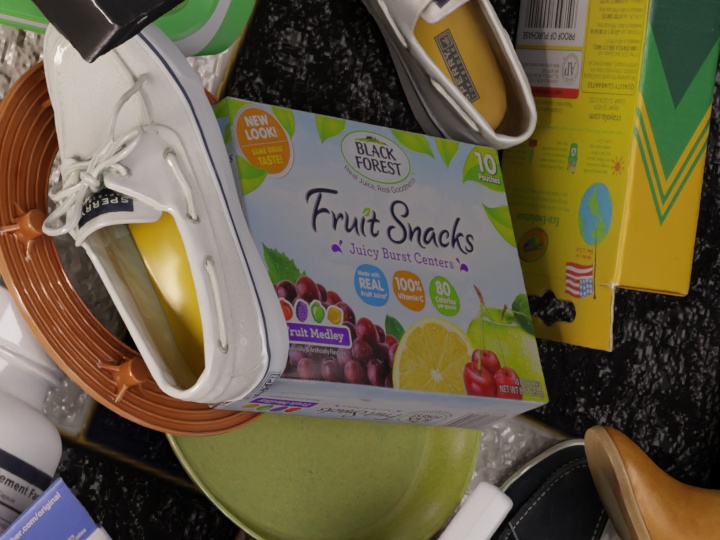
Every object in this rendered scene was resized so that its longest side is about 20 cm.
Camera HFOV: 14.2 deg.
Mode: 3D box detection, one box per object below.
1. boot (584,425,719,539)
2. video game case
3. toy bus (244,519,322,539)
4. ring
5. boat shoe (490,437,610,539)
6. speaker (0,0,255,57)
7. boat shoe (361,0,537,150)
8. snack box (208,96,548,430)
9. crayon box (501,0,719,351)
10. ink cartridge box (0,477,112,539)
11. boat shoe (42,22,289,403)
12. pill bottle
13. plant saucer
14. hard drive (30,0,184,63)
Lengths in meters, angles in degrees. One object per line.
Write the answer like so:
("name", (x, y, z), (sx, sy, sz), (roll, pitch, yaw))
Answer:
("boot", (0.215, 0.131, 1.544), (0.144, 0.071, 0.202), (-30, 118, -2))
("video game case", (0.005, 0.198, 1.432), (0.023, 0.182, 0.200), (36, 81, 4))
("toy bus", (-0.079, 0.217, 1.443), (0.065, 0.078, 0.200), (45, 73, -15))
("ring", (-0.096, -0.018, 1.383), (0.200, 0.019, 0.201), (24, 54, -37))
("boat shoe", (0.081, 0.177, 1.543), (0.075, 0.062, 0.200), (46, 71, -23))
("speaker", (-0.150, -0.158, 1.370), (0.199, 0.088, 0.089), (11, 89, -30))
("boat shoe", (0.033, -0.147, 1.481), (0.071, 0.070, 0.200), (-35, 110, -22))
("snack box", (0.000, 0.000, 1.421), (0.200, 0.053, 0.143), (8, 64, -47))
("crayon box", (0.125, -0.061, 1.510), (0.051, 0.127, 0.201), (6, 92, -30))
("ink cartridge box", (-0.136, 0.197, 1.322), (0.119, 0.042, 0.200), (-44, 127, -19))
("boat shoe", (-0.107, -0.031, 1.301), (0.086, 0.074, 0.203), (-8, 74, -58))
("pill bottle", (-0.207, 0.102, 1.344), (0.111, 0.111, 0.201), (30, 79, -28))
("plant saucer", (-0.027, 0.056, 1.455), (0.199, 0.031, 0.201), (14, 63, -30))
("hard drive", (-0.104, -0.195, 1.342), (0.140, 0.038, 0.200), (49, 47, 0))
